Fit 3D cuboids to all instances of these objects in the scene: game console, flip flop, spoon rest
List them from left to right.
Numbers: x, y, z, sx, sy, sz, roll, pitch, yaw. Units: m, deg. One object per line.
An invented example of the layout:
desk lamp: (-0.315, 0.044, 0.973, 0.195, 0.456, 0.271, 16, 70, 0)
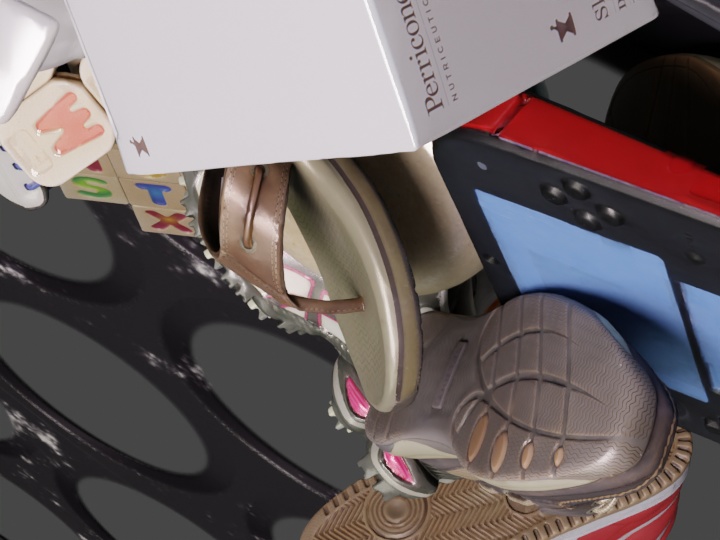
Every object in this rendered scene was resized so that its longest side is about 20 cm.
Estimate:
spoon rest: (-0.121, -0.106, 0.800, 0.060, 0.100, 0.200, 31, -164, -5)
flip flop: (-0.038, -0.035, 0.799, 0.201, 0.057, 0.081, 61, 166, -5)
game console: (0.118, 0.016, 0.783, 0.176, 0.031, 0.200, 27, 163, 28)

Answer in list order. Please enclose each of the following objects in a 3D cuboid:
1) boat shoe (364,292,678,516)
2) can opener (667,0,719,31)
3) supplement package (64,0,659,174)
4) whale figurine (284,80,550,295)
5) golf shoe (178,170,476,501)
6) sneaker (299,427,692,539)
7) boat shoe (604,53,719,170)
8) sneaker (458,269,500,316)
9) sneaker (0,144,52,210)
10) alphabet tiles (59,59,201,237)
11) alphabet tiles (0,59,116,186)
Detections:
boat shoe: (0.072, 0.053, 0.833, 0.073, 0.075, 0.200, 25, 174, -20)
can opener: (0.094, -0.120, 0.735, 0.199, 0.079, 0.064, 23, 116, 17)
supplement package: (-0.026, -0.144, 0.669, 0.155, 0.111, 0.201, -1, 115, 52)
whale figurine: (0.006, -0.092, 0.864, 0.158, 0.104, 0.201, -6, 113, 41)
golf shoe: (0.000, 0.000, 0.957, 0.088, 0.077, 0.200, -37, 93, 28)
sneaker: (0.071, 0.132, 1.102, 0.113, 0.199, 0.072, 73, 179, -63)
boat shoe: (0.155, -0.036, 0.779, 0.065, 0.073, 0.200, 6, -176, -27)
sneaker: (0.037, 0.029, 1.055, 0.077, 0.078, 0.200, 40, 156, 11)
sneaker: (-0.174, -0.093, 1.100, 0.115, 0.081, 0.199, 38, 163, -18)
alphabet tiles: (-0.071, -0.053, 1.025, 0.165, 0.006, 0.200, 7, 159, 8)
alphabet tiles: (-0.159, -0.131, 0.914, 0.195, 0.015, 0.200, -32, 108, 23)
